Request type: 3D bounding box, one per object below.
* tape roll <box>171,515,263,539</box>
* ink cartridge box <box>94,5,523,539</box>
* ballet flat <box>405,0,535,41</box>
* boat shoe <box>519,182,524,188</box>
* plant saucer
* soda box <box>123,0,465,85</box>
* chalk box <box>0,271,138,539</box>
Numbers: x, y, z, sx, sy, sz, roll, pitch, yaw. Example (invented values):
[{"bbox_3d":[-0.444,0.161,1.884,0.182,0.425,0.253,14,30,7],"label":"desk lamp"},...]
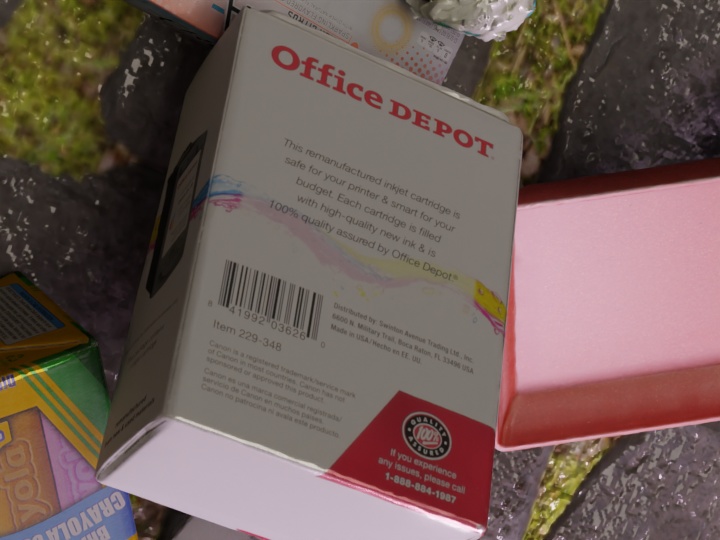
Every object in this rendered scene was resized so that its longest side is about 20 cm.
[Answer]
[{"bbox_3d":[-0.029,0.190,0.806,0.202,0.070,0.204,-28,130,-38],"label":"tape roll"},{"bbox_3d":[-0.016,0.011,0.690,0.146,0.086,0.202,22,55,-20],"label":"ink cartridge box"},{"bbox_3d":[0.043,-0.206,0.734,0.071,0.072,0.202,-7,94,-28],"label":"ballet flat"},{"bbox_3d":[0.001,0.001,0.812,0.198,0.074,0.067,-27,139,-36],"label":"boat shoe"},{"bbox_3d":[0.162,0.011,0.852,0.197,0.037,0.201,-8,139,-1],"label":"plant saucer"},{"bbox_3d":[-0.048,-0.131,0.749,0.199,0.063,0.069,26,90,-33],"label":"soda box"},{"bbox_3d":[-0.170,0.123,0.713,0.123,0.124,0.202,-18,113,-24],"label":"chalk box"}]
